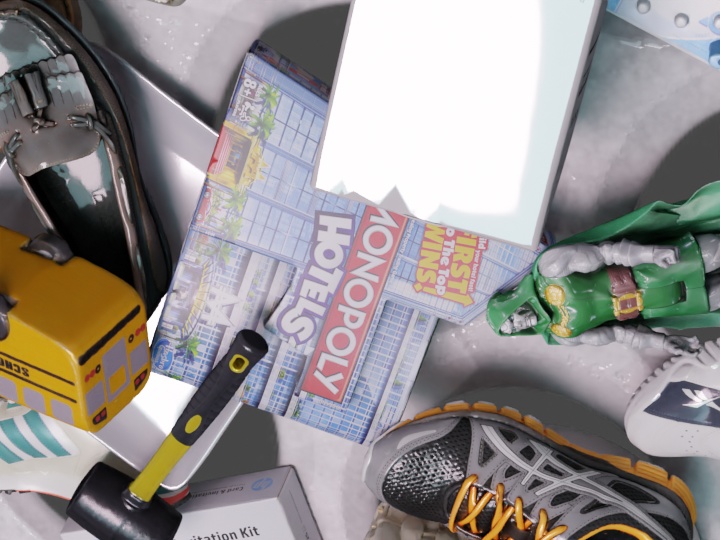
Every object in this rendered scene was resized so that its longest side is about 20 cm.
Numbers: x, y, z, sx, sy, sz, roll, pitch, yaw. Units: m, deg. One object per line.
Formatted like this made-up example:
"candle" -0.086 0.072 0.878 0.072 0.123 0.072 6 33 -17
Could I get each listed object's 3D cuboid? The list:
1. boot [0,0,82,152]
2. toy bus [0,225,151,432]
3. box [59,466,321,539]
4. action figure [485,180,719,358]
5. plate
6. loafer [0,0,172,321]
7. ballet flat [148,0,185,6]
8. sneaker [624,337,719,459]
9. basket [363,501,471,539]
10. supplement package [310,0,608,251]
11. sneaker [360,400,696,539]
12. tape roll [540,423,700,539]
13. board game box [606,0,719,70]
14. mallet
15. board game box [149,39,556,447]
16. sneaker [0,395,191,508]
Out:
"boot" -0.241 -0.100 1.276 0.199 0.075 0.074 -34 62 26
"toy bus" -0.214 0.016 1.247 0.199 0.065 0.079 19 133 27
"box" -0.085 0.230 1.444 0.155 0.041 0.201 -11 113 19
"action figure" 0.165 0.005 1.212 0.198 0.055 0.119 -12 123 5
"plate" -0.132 -0.003 1.314 0.199 0.032 0.201 35 106 -5
"loafer" -0.156 -0.056 1.236 0.071 0.063 0.201 -20 114 9
"ballet flat" -0.162 -0.175 1.196 0.199 0.064 0.068 8 141 33
"sneaker" 0.242 0.105 1.229 0.197 0.130 0.080 -6 139 13
"basket" 0.043 0.225 1.277 0.135 0.200 0.124 17 114 5
"supplement package" 0.061 -0.133 1.116 0.120 0.120 0.201 16 111 5
"sneaker" 0.097 0.134 1.262 0.198 0.077 0.079 13 125 -5
"tape roll" 0.110 0.188 1.370 0.201 0.037 0.204 6 120 11
"board game box" 0.167 -0.214 1.145 0.199 0.026 0.201 28 121 0
"mallet" -0.097 0.104 1.282 0.066 0.041 0.200 39 130 -10
"board game box" 0.000 0.000 1.258 0.198 0.062 0.201 19 103 -2
"sneaker" -0.198 0.091 1.392 0.198 0.070 0.094 8 103 11
